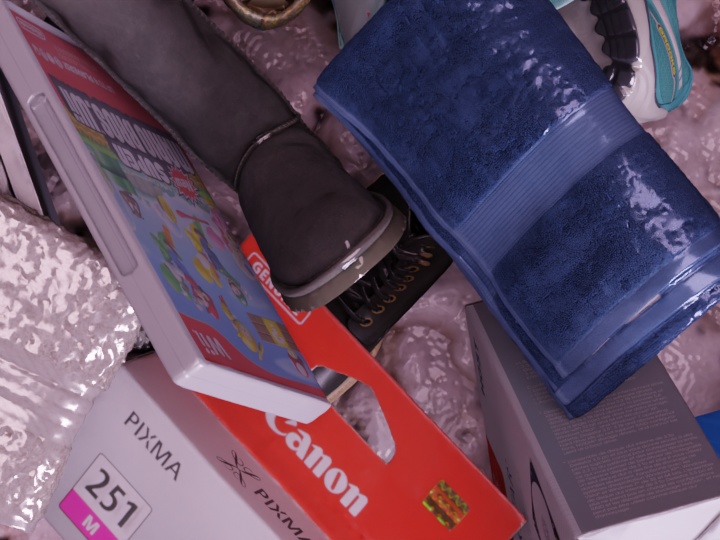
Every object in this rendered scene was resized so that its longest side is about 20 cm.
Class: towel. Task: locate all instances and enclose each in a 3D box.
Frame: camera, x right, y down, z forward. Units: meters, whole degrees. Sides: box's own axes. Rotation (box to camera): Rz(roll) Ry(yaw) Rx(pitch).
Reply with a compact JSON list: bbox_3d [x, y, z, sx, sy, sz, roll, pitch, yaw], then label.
[{"bbox_3d":[-0.200,0.014,0.988,0.199,0.034,0.133,29,93,-11],"label":"towel"},{"bbox_3d":[0.073,-0.044,0.993,0.112,0.048,0.201,-43,77,32],"label":"towel"}]

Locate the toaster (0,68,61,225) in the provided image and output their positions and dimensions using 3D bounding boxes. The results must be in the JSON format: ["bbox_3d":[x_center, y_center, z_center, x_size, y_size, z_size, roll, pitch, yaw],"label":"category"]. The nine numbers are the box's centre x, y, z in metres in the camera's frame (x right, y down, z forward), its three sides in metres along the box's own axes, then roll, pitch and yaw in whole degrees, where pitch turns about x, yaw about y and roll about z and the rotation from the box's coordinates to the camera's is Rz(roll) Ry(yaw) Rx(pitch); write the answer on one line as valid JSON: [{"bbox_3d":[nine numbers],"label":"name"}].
[{"bbox_3d":[-0.238,-0.040,1.057,0.180,0.119,0.201,-19,94,-6],"label":"toaster"}]

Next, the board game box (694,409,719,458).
[{"bbox_3d":[0.260,0.145,1.122,0.198,0.056,0.197,-15,119,-6],"label":"board game box"}]

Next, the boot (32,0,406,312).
[{"bbox_3d":[-0.074,-0.084,1.024,0.072,0.182,0.200,-38,111,-4],"label":"boot"}]

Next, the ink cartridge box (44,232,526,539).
[{"bbox_3d":[-0.046,0.113,1.087,0.200,0.043,0.174,46,114,13],"label":"ink cartridge box"}]

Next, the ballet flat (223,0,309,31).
[{"bbox_3d":[-0.038,-0.205,1.036,0.070,0.071,0.202,3,116,-5],"label":"ballet flat"}]

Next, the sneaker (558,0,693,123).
[{"bbox_3d":[0.118,-0.169,1.156,0.079,0.077,0.202,0,73,-48],"label":"sneaker"}]

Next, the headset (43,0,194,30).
[{"bbox_3d":[-0.123,-0.152,1.142,0.198,0.094,0.125,-3,94,10],"label":"headset"}]

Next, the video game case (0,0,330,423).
[{"bbox_3d":[-0.093,-0.025,1.028,0.017,0.143,0.201,-35,69,12],"label":"video game case"}]

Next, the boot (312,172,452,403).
[{"bbox_3d":[0.000,0.000,1.104,0.077,0.138,0.200,39,87,-3],"label":"boot"}]

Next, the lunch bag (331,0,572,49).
[{"bbox_3d":[0.049,-0.203,1.081,0.199,0.122,0.171,-33,59,28],"label":"lunch bag"}]

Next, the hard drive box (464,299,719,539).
[{"bbox_3d":[0.117,0.119,1.057,0.076,0.200,0.157,-14,119,-5],"label":"hard drive box"}]
